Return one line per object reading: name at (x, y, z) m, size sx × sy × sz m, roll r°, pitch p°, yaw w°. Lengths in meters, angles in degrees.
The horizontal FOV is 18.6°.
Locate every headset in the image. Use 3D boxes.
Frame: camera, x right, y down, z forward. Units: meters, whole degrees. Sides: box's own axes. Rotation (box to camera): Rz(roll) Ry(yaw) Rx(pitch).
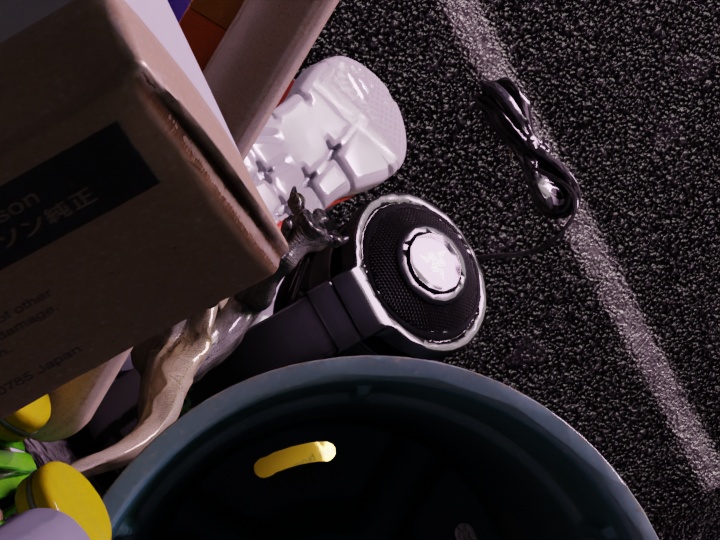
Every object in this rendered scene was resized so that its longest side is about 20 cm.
headset at (0.000, 0.000, 0.866) m, size 0.094 × 0.199 × 0.123 m, roll 62°, pitch -21°, yaw 3°

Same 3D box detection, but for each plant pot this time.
plant pot at (-0.003, 0.128, 0.763) m, size 0.201 × 0.200 × 0.196 m, roll 60°, pitch -4°, yaw -1°

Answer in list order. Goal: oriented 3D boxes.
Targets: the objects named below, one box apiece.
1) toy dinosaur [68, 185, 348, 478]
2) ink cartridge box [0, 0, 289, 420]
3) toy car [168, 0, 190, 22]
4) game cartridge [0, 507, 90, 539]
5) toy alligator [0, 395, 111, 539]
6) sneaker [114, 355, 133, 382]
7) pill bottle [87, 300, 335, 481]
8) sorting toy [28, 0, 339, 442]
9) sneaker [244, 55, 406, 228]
toy dinosaur at (-0.054, 0.013, 0.751) m, size 0.047 × 0.088 × 0.200 m, roll 42°, pitch 19°, yaw -9°
ink cartridge box at (-0.130, -0.049, 0.476) m, size 0.200 × 0.164 × 0.075 m, roll 63°, pitch 4°, yaw 38°
toy car at (-0.110, -0.106, 1.114) m, size 0.200 × 0.150 × 0.175 m, roll 28°, pitch 29°, yaw -50°
game cartridge at (-0.062, 0.164, 0.524) m, size 0.201 × 0.041 × 0.133 m, roll 63°, pitch 22°, yaw -2°
toy alligator at (-0.104, 0.086, 0.612) m, size 0.201 × 0.059 × 0.054 m, roll 61°, pitch 17°, yaw 19°
sneaker at (-0.141, -0.043, 0.964) m, size 0.201 × 0.075 × 0.115 m, roll 63°, pitch 2°, yaw 2°
pill bottle at (-0.026, 0.124, 0.948) m, size 0.201 × 0.114 × 0.114 m, roll 61°, pitch 4°, yaw 11°
sorting toy at (-0.065, -0.045, 0.732) m, size 0.036 × 0.186 × 0.200 m, roll 30°, pitch 5°, yaw -10°
sneaker at (-0.059, -0.030, 0.931) m, size 0.200 × 0.082 × 0.077 m, roll -24°, pitch 88°, yaw -51°
